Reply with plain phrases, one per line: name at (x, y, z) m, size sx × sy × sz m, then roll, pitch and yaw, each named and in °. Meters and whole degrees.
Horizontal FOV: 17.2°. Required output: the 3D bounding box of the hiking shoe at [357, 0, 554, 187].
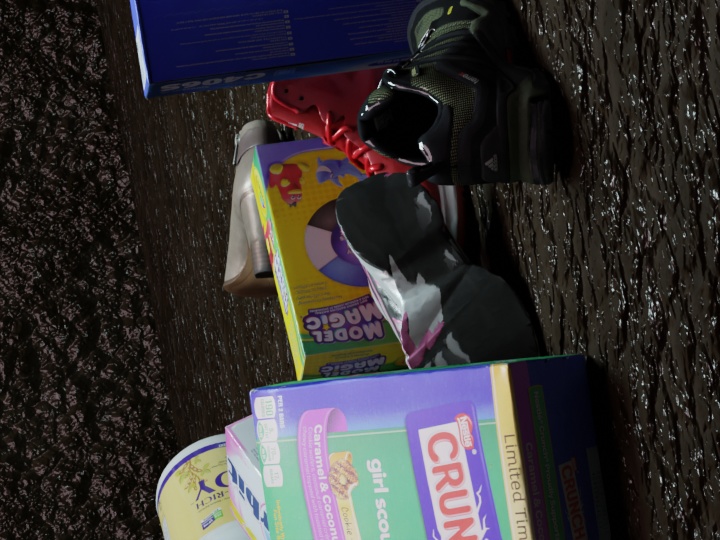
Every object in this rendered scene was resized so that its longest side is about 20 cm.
hiking shoe at (0.043, -0.108, 1.369) m, size 0.200 × 0.101 × 0.076 m, roll -118°, pitch 23°, yaw -61°

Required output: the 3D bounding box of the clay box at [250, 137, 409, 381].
clay box at (0.000, 0.000, 1.639) m, size 0.048 × 0.115 × 0.200 m, roll 101°, pitch 158°, yaw -57°

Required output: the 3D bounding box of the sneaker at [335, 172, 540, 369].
sneaker at (0.057, 0.031, 1.476) m, size 0.086 × 0.080 × 0.200 m, roll 67°, pitch 178°, yaw -57°

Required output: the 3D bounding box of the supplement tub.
supplement tub at (-0.122, 0.276, 2.399) m, size 0.200 × 0.145 × 0.146 m, roll -113°, pitch 18°, yaw -53°

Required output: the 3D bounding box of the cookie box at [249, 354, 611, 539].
cookie box at (0.041, 0.139, 1.364) m, size 0.200 × 0.075 × 0.171 m, roll -9°, pitch 89°, yaw 41°

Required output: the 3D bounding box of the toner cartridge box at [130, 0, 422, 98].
toner cartridge box at (-0.045, -0.171, 1.520) m, size 0.043 × 0.200 × 0.095 m, roll 137°, pitch 125°, yaw -78°

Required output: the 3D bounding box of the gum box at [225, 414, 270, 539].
gum box at (-0.042, 0.212, 1.989) m, size 0.200 × 0.066 × 0.114 m, roll 51°, pitch 153°, yaw 35°

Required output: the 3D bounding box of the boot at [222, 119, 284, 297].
boot at (-0.094, -0.058, 2.248) m, size 0.200 × 0.070 × 0.146 m, roll 137°, pitch 131°, yaw -76°

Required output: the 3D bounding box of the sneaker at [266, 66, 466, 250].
sneaker at (-0.002, -0.079, 1.585) m, size 0.078 × 0.115 × 0.200 m, roll 104°, pitch 155°, yaw -63°
